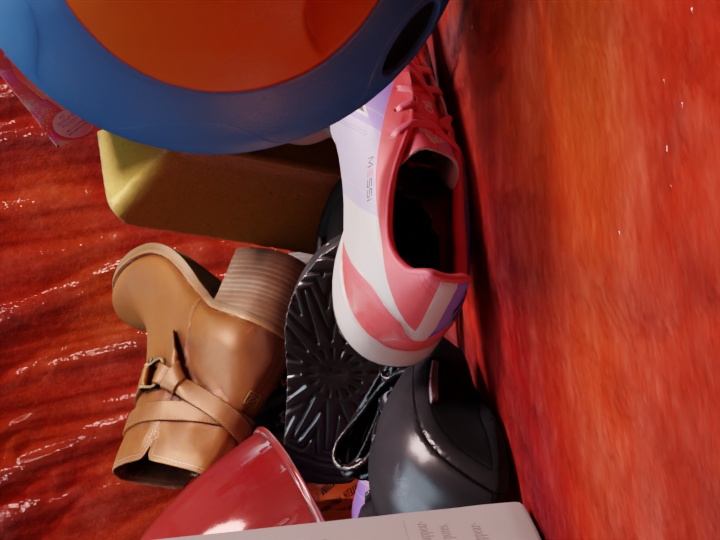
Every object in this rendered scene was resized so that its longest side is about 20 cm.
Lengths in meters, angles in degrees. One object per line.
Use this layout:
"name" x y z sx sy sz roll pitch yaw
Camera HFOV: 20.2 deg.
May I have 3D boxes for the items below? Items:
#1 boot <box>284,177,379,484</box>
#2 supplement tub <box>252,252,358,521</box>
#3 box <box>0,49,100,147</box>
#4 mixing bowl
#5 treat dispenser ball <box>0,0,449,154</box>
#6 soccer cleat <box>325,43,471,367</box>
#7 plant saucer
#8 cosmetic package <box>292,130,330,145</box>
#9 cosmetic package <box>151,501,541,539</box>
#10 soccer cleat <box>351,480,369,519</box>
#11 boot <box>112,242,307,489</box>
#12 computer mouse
"boot" 0.000 0.001 1.170 0.200 0.065 0.166 -74 0 -57
"supplement tub" -0.030 0.097 1.336 0.123 0.122 0.201 88 173 -49
"box" -0.163 -0.188 1.220 0.095 0.102 0.201 56 -160 -45
"mixing bowl" -0.068 0.202 1.144 0.200 0.108 0.201 159 90 -78
"treat dispenser ball" -0.056 -0.145 0.766 0.201 0.199 0.203 174 90 -86
"soccer cleat" 0.019 -0.059 0.907 0.073 0.068 0.201 133 139 -53
"plant saucer" -0.073 -0.111 1.292 0.048 0.199 0.201 -47 45 43
"cosmetic package" -0.045 -0.179 1.244 0.090 0.106 0.201 87 174 -53
"cosmetic package" -0.018 0.197 0.748 0.165 0.198 0.166 -112 16 -76
"soccer cleat" 0.025 0.131 1.042 0.200 0.066 0.077 -106 15 -82
"boot" -0.123 0.064 1.290 0.199 0.074 0.156 -7 56 53
"computer mouse" 0.014 0.094 0.931 0.200 0.046 0.141 -102 28 -59
